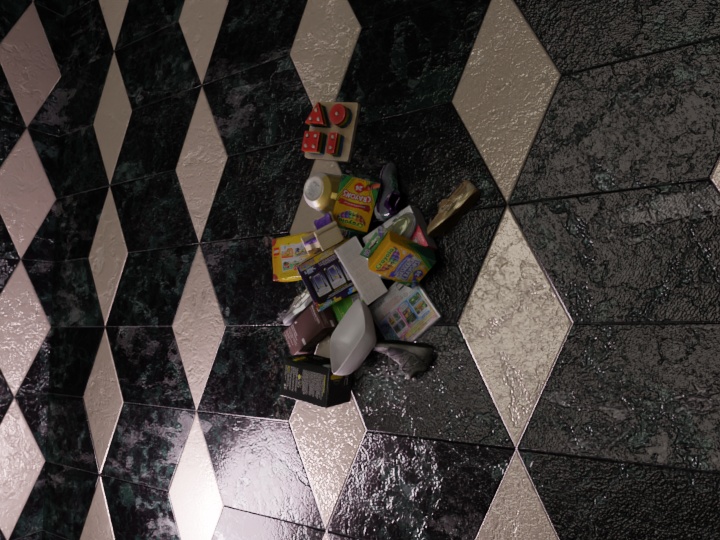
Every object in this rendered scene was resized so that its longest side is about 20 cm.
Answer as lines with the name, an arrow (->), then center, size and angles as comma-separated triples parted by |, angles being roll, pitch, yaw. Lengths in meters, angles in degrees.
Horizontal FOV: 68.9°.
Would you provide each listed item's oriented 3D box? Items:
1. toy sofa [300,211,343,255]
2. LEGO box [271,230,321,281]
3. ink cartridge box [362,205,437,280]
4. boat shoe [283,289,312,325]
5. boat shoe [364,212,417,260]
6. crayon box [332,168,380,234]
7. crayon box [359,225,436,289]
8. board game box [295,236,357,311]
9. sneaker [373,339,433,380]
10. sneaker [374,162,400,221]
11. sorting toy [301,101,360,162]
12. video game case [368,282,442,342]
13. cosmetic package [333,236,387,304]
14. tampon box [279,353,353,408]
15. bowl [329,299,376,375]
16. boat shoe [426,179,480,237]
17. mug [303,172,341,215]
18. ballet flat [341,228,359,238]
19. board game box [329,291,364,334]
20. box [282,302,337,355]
toy sofa -> -0.133, -0.117, 1.693 | 0.100, 0.081, 0.199 | 64, 162, -7
LEGO box -> -0.217, -0.047, 1.863 | 0.195, 0.076, 0.154 | -8, 81, 31
ink cartridge box -> 0.121, -0.084, 1.649 | 0.198, 0.083, 0.148 | -33, 70, 25
boat shoe -> -0.205, 0.114, 1.848 | 0.200, 0.071, 0.066 | -44, 61, 21
boat shoe -> 0.092, -0.094, 1.582 | 0.201, 0.062, 0.072 | -49, 64, 18
crayon box -> -0.019, -0.205, 1.661 | 0.123, 0.051, 0.204 | 12, 120, -5
crayon box -> 0.109, -0.035, 1.551 | 0.126, 0.196, 0.052 | -52, 26, 35
board game box -> -0.089, 0.011, 1.705 | 0.196, 0.057, 0.169 | -28, 95, -6
sneaker -> 0.123, 0.274, 1.606 | 0.194, 0.076, 0.118 | 7, 95, 15
sneaker -> 0.104, -0.254, 1.654 | 0.087, 0.073, 0.206 | -14, 61, 51
sorting toy -> -0.114, -0.495, 1.840 | 0.196, 0.069, 0.205 | 12, 92, 32
video game case -> 0.136, 0.134, 1.659 | 0.200, 0.023, 0.184 | -44, 66, 21
cosmetic package -> 0.000, 0.000, 1.664 | 0.081, 0.051, 0.203 | -31, 97, -9
tampon box -> -0.144, 0.360, 1.741 | 0.195, 0.149, 0.130 | 7, 90, 32
bowl -> -0.017, 0.216, 1.654 | 0.202, 0.073, 0.201 | -57, 23, 22
boat shoe -> 0.268, -0.183, 1.578 | 0.199, 0.071, 0.065 | -43, 61, 11
mug -> -0.101, -0.265, 1.764 | 0.183, 0.152, 0.154 | -16, 77, 29
ballet flat -> -0.042, -0.096, 1.773 | 0.071, 0.071, 0.206 | 19, 96, 31
board game box -> -0.061, 0.149, 1.778 | 0.196, 0.030, 0.098 | -23, 75, 27
box -> -0.174, 0.202, 1.798 | 0.200, 0.074, 0.102 | -43, 63, 32
